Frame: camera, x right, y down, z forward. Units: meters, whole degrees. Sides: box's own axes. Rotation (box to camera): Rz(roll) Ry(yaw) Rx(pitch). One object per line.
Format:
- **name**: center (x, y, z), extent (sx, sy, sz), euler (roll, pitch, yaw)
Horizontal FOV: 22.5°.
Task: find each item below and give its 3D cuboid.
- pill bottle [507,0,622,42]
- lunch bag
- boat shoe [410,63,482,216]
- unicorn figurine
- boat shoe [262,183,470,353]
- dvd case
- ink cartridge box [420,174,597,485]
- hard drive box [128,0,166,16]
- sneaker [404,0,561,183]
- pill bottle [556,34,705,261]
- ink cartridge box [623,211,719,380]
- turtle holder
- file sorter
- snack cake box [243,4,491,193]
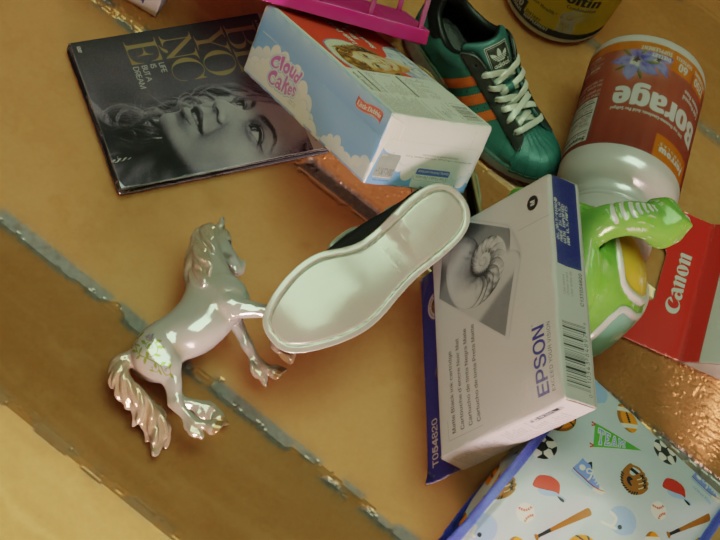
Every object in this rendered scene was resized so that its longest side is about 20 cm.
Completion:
- **pill bottle**: center (0.217, -0.310, 1.679), extent (0.111, 0.200, 0.112), euler (8, 60, -14)
- **lunch bag**: center (0.167, 0.214, 1.430), extent (0.170, 0.124, 0.200), euler (40, 50, 4)
- **boat shoe**: center (0.069, -0.106, 1.600), extent (0.073, 0.063, 0.201), euler (-9, 66, -22)
- **unicorn figurine**: center (-0.121, 0.045, 1.449), extent (0.137, 0.074, 0.200), euler (47, 56, 4)
- **boat shoe**: center (0.000, 0.000, 1.451), extent (0.200, 0.060, 0.074), euler (-41, 95, -19)
- **dvd case**: center (-0.140, -0.150, 1.581), extent (0.199, 0.016, 0.149), euler (-13, 68, -25)
- **ink cartridge box**: center (0.101, 0.050, 1.448), extent (0.040, 0.200, 0.200), euler (19, 55, -33)
- **hard drive box**: center (-0.232, -0.337, 1.567), extent (0.199, 0.156, 0.077), euler (29, 58, -1)
- **sneaker**: center (0.118, -0.170, 1.640), extent (0.071, 0.080, 0.200), euler (-32, 77, -31)
- **pill bottle**: center (0.240, -0.105, 1.630), extent (0.112, 0.112, 0.201), euler (23, 58, -6)
- **ink cartridge box**: center (0.342, 0.023, 1.635), extent (0.199, 0.050, 0.161), euler (25, 58, -7)
- **turtle holder**: center (0.180, -0.003, 1.521), extent (0.131, 0.186, 0.141), euler (15, 19, -37)
- **file sorter**: center (-0.030, -0.293, 1.595), extent (0.199, 0.139, 0.126), euler (14, 102, -11)
- **snack cake box**: center (0.003, -0.145, 1.527), extent (0.115, 0.067, 0.200), euler (3, 30, -40)
